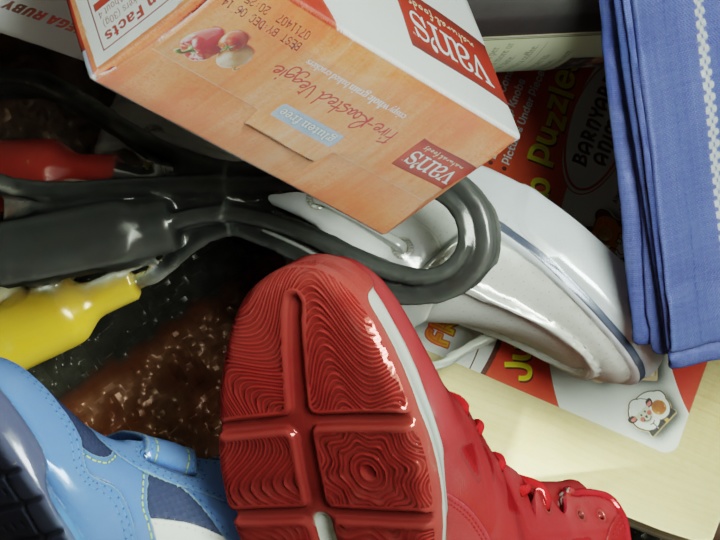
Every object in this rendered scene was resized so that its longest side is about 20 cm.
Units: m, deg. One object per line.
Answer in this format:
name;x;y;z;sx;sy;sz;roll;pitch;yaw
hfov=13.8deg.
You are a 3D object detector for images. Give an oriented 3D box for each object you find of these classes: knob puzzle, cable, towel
knob puzzle;0.056;-0.017;1.042;0.218;0.030;0.221;3;74;-9
cable;-0.055;-0.022;0.943;0.198;0.050;0.098;-7;83;7
towel;0.168;-0.061;0.955;0.199;0.024;0.146;-15;108;-21

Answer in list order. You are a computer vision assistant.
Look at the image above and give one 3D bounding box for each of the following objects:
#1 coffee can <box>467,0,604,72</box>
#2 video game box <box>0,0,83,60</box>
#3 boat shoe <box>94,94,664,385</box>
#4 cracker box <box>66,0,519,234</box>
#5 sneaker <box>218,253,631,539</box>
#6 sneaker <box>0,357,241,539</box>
coffee can;0.088;-0.140;0.989;0.199;0.146;0.148;-5;83;-22
video game box;-0.098;-0.151;0.912;0.182;0.047;0.201;13;46;-55
boat shoe;0.000;-0.002;0.973;0.201;0.075;0.086;32;71;4
cracker box;-0.038;-0.122;0.858;0.134;0.058;0.201;27;37;-49
sneaker;0.024;0.070;0.943;0.116;0.078;0.201;-44;128;-51
sneaker;-0.058;0.088;0.961;0.200;0.074;0.082;45;67;-19
